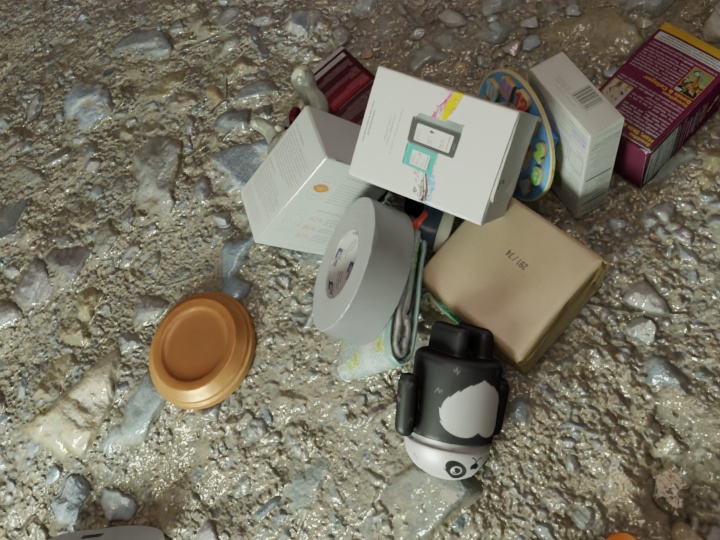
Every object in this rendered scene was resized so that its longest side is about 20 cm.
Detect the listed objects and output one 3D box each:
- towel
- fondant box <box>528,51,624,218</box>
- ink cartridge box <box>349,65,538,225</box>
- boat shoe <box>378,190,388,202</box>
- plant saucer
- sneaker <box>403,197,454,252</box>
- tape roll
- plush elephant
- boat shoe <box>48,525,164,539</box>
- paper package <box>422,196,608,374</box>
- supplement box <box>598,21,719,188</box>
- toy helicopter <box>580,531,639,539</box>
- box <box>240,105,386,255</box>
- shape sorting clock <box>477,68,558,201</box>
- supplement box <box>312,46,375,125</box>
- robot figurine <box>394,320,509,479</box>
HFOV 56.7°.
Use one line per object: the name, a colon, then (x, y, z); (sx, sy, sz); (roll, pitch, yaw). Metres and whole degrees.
towel: (0.033, 0.055, 0.987); (0.047, 0.171, 0.204); (20, 66, -19)
fondant box: (0.305, -0.192, 0.974); (0.057, 0.201, 0.146); (-27, 60, -4)
ink cartridge box: (0.115, -0.169, 0.902); (0.197, 0.146, 0.149); (23, 107, 19)
boat shoe: (0.037, -0.179, 1.131); (0.066, 0.072, 0.202); (38, 87, 23)
plant saucer: (-0.270, 0.127, 1.112); (0.195, 0.038, 0.205); (-7, 64, 15)
sneaker: (0.116, -0.118, 1.044); (0.083, 0.076, 0.202); (16, 47, 8)
tape roll: (0.000, 0.000, 0.961); (0.065, 0.200, 0.205); (20, 68, -19)
plush elephant: (-0.116, -0.222, 1.141); (0.201, 0.154, 0.165); (50, 128, 15)
boat shoe: (-0.381, 0.432, 1.000); (0.195, 0.071, 0.072); (-8, 91, 10)
paper package: (0.217, 0.015, 0.967); (0.199, 0.104, 0.191); (40, 82, 28)
supplement box: (0.445, -0.250, 1.012); (0.200, 0.103, 0.131); (-43, 61, -5)
toy helicopter: (0.254, 0.390, 0.798); (0.196, 0.079, 0.134); (-9, 45, 31)
box: (-0.070, -0.134, 1.054); (0.200, 0.150, 0.108); (-44, 54, 32)
shape sorting clock: (0.228, -0.201, 1.008); (0.038, 0.202, 0.202); (-19, 59, -17)
supplement box: (-0.011, -0.305, 1.209); (0.108, 0.061, 0.201); (-39, 60, -1)
robot figurine: (0.125, 0.174, 0.891); (0.147, 0.125, 0.205); (9, 92, 9)
